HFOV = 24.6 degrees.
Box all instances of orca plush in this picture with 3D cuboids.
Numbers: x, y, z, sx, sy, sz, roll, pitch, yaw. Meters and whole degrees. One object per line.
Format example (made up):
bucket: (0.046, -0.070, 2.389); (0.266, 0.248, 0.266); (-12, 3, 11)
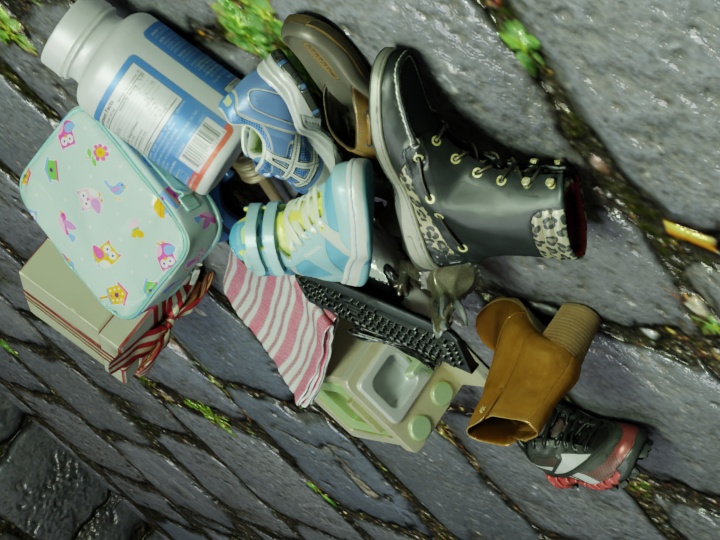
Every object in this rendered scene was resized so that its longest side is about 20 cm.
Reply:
orca plush: (0.000, 0.000, 1.621); (0.200, 0.071, 0.105); (43, -167, -22)

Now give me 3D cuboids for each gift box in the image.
gift box: (-0.305, 0.023, 2.056); (0.186, 0.185, 0.200); (35, 166, 5)

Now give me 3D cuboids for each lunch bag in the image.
lunch bag: (-0.231, -0.063, 1.627); (0.200, 0.077, 0.160); (50, 123, 8)

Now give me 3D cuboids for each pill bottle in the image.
pill bottle: (-0.195, -0.171, 1.551); (0.200, 0.112, 0.112); (37, 160, -1)

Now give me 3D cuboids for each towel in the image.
towel: (-0.094, 0.036, 1.812); (0.200, 0.030, 0.147); (52, 146, 29)

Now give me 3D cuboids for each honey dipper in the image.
honey dipper: (-0.086, -0.075, 1.711); (0.038, 0.038, 0.200); (21, 160, 33)

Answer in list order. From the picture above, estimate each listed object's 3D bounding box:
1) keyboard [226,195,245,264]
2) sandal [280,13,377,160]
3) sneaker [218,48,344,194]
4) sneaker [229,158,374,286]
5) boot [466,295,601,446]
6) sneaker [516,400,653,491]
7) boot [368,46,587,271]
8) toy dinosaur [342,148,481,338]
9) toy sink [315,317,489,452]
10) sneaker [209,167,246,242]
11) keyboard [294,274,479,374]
keyboard: (-0.178, -0.085, 1.757); (0.200, 0.040, 0.104); (50, 156, -1)
sandal: (-0.002, -0.135, 1.407); (0.200, 0.055, 0.082); (46, 157, -27)
sneaker: (-0.065, -0.113, 1.492); (0.076, 0.077, 0.200); (55, 176, 44)
sneaker: (-0.053, -0.040, 1.462); (0.130, 0.080, 0.200); (3, 156, -2)
boot: (0.137, 0.099, 1.579); (0.071, 0.144, 0.201); (42, 159, -18)
sneaker: (0.226, 0.181, 1.724); (0.098, 0.071, 0.200); (37, 161, -13)
boot: (0.097, -0.091, 1.338); (0.153, 0.074, 0.205); (1, 123, 27)
toy dinosaur: (0.054, -0.036, 1.533); (0.201, 0.077, 0.102); (66, 155, 4)
toy sink: (0.028, 0.120, 1.843); (0.130, 0.112, 0.200); (45, 158, -26)
sneaker: (-0.170, -0.123, 1.670); (0.078, 0.066, 0.201); (-18, 104, 21)
keyboard: (0.027, 0.057, 1.615); (0.199, 0.021, 0.127); (24, 164, 30)
